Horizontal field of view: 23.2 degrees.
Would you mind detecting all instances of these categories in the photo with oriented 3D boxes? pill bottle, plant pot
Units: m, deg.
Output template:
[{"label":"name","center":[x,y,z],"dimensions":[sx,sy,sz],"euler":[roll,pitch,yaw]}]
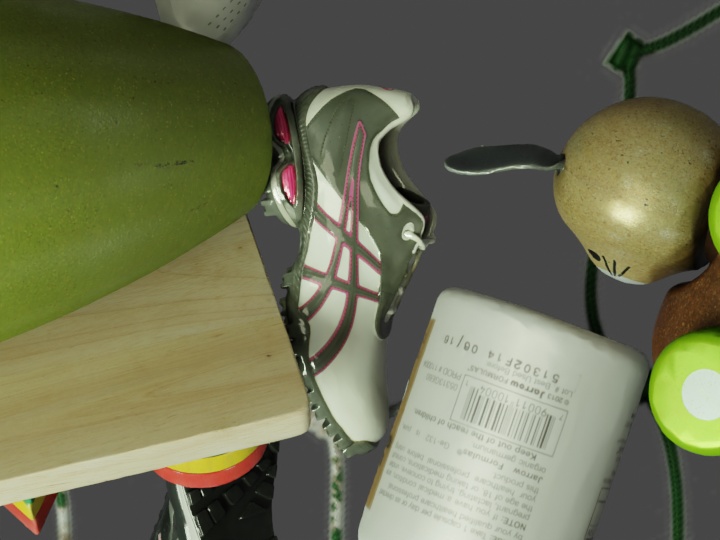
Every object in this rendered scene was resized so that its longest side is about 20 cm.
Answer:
[{"label":"pill bottle","center":[0.062,0.119,0.884],"dimensions":[0.114,0.114,0.202],"euler":[19,89,19]},{"label":"plant pot","center":[-0.150,-0.058,0.878],"dimensions":[0.187,0.199,0.189],"euler":[19,113,52]}]

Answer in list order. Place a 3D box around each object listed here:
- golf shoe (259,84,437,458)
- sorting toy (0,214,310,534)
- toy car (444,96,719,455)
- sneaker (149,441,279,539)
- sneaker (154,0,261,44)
[{"label":"golf shoe","center":[0.000,0.000,0.941],"dimensions":[0.087,0.077,0.202],"euler":[-8,96,12]},{"label":"sorting toy","center":[-0.143,0.047,0.928],"dimensions":[0.198,0.200,0.070],"euler":[-12,134,-10]},{"label":"toy car","center":[0.141,-0.017,0.841],"dimensions":[0.199,0.164,0.159],"euler":[24,105,27]},{"label":"sneaker","center":[-0.096,0.142,1.000],"dimensions":[0.087,0.075,0.202],"euler":[-13,80,44]},{"label":"sneaker","center":[-0.068,-0.210,0.925],"dimensions":[0.074,0.087,0.202],"euler":[12,105,-9]}]
